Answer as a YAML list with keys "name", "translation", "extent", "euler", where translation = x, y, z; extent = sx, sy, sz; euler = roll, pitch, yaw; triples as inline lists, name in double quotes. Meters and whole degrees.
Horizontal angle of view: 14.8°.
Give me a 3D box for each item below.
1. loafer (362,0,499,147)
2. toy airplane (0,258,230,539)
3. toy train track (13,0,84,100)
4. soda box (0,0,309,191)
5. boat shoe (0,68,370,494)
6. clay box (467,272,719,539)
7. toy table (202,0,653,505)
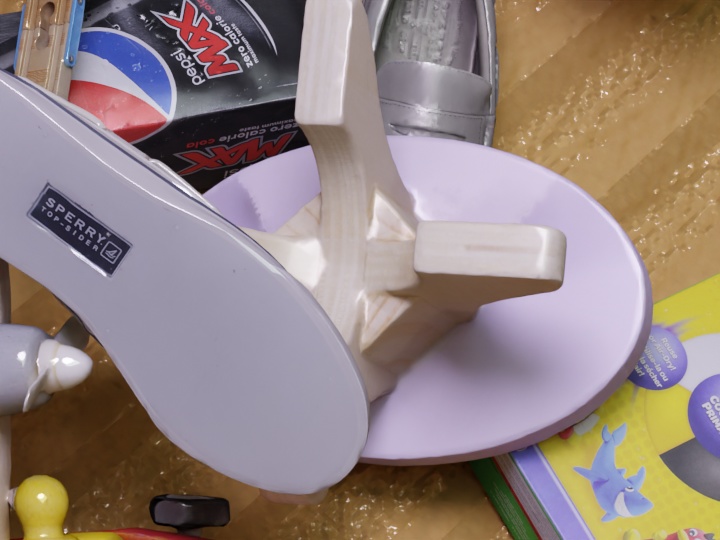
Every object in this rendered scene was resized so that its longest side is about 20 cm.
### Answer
- name: "loafer"
  translation: [0.021, -0.061, 1.137]
  extent: [0.070, 0.070, 0.201]
  euler: [7, 62, -7]
- name: "toy airplane"
  translation: [-0.137, 0.117, 0.971]
  extent: [0.199, 0.141, 0.200]
  euler: [-44, 93, -6]
- name: "toy train track"
  translation: [-0.108, -0.128, 1.080]
  extent: [0.114, 0.033, 0.201]
  euler: [-7, 66, 32]
- name: "soda box"
  translation: [-0.113, -0.065, 1.113]
  extent: [0.199, 0.071, 0.064]
  euler: [-12, 66, -16]
- name: "boat shoe"
  translation: [-0.076, -0.001, 0.961]
  extent: [0.200, 0.066, 0.072]
  euler: [36, 103, 1]
- name: "clay box"
  translation: [0.150, 0.063, 1.110]
  extent: [0.199, 0.048, 0.115]
  euler: [-25, 70, -21]
- name: "toy table"
  translation: [0.000, 0.000, 1.034]
  extent: [0.199, 0.117, 0.185]
  euler: [-9, 76, 15]
